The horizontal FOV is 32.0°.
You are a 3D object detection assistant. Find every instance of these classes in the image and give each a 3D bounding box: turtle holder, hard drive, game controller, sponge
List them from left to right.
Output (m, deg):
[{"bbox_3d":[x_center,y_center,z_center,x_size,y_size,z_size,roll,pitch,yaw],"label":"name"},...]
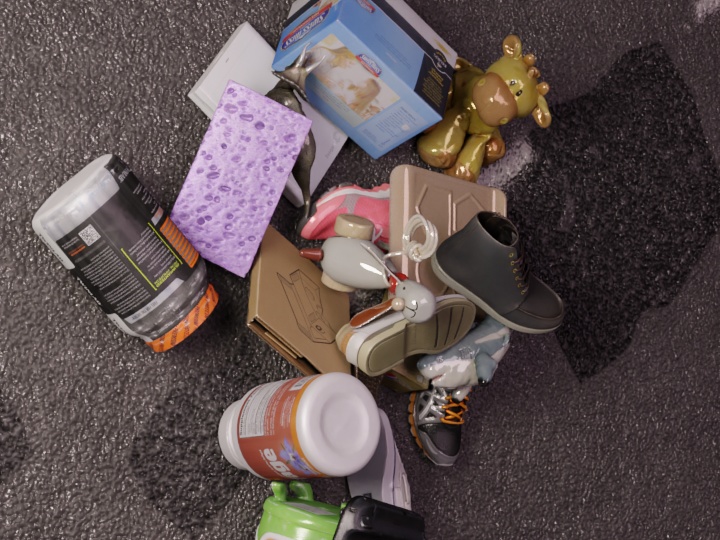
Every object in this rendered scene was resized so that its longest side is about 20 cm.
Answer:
[{"bbox_3d":[-0.143,-0.107,1.466,0.110,0.030,0.202,24,92,-6],"label":"sponge"},{"bbox_3d":[-0.112,-0.197,1.587,0.200,0.026,0.133,45,57,-22],"label":"hard drive"},{"bbox_3d":[-0.055,0.325,1.474,0.139,0.186,0.134,14,85,0],"label":"turtle holder"},{"bbox_3d":[0.017,0.314,1.411,0.105,0.042,0.200,-62,149,-3],"label":"game controller"}]

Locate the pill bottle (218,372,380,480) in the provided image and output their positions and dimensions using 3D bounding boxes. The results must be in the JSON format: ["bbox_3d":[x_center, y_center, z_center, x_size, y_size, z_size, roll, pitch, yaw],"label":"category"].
[{"bbox_3d":[-0.076,0.181,1.427,0.111,0.199,0.114,9,75,-36],"label":"pill bottle"}]

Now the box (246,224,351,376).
[{"bbox_3d":[-0.070,0.047,1.506,0.163,0.021,0.201,42,24,-26],"label":"box"}]

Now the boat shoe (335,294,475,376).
[{"bbox_3d":[0.057,0.065,1.532,0.198,0.068,0.076,-16,125,-41],"label":"boat shoe"}]

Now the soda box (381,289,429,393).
[{"bbox_3d":[0.070,0.054,1.658,0.067,0.064,0.203,30,64,-30],"label":"soda box"}]

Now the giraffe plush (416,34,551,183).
[{"bbox_3d":[0.180,-0.231,1.740,0.172,0.161,0.202,41,59,-24],"label":"giraffe plush"}]

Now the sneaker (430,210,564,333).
[{"bbox_3d":[0.196,0.006,1.583,0.198,0.106,0.076,26,47,-19],"label":"sneaker"}]

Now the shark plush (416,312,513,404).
[{"bbox_3d":[0.155,0.078,1.609,0.083,0.091,0.200,42,71,-2],"label":"shark plush"}]

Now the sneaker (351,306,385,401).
[{"bbox_3d":[-0.015,0.141,1.565,0.070,0.075,0.203,37,52,-42],"label":"sneaker"}]

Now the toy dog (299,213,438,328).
[{"bbox_3d":[0.000,0.000,1.491,0.095,0.199,0.134,-3,94,-35],"label":"toy dog"}]

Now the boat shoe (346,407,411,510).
[{"bbox_3d":[0.032,0.273,1.581,0.065,0.071,0.203,5,73,-52],"label":"boat shoe"}]

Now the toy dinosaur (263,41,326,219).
[{"bbox_3d":[-0.091,-0.165,1.515,0.076,0.102,0.203,-2,81,-38],"label":"toy dinosaur"}]

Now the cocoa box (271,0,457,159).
[{"bbox_3d":[0.008,-0.270,1.614,0.199,0.133,0.133,39,46,-27],"label":"cocoa box"}]

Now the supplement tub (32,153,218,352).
[{"bbox_3d":[-0.253,-0.016,1.375,0.201,0.122,0.123,52,54,-18],"label":"supplement tub"}]

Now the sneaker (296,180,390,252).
[{"bbox_3d":[0.010,-0.061,1.607,0.198,0.074,0.087,-13,60,-40],"label":"sneaker"}]

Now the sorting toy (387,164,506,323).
[{"bbox_3d":[0.112,-0.031,1.645,0.198,0.036,0.188,9,78,-39],"label":"sorting toy"}]

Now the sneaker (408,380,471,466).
[{"bbox_3d":[0.115,0.157,1.665,0.077,0.077,0.203,6,78,-39],"label":"sneaker"}]
